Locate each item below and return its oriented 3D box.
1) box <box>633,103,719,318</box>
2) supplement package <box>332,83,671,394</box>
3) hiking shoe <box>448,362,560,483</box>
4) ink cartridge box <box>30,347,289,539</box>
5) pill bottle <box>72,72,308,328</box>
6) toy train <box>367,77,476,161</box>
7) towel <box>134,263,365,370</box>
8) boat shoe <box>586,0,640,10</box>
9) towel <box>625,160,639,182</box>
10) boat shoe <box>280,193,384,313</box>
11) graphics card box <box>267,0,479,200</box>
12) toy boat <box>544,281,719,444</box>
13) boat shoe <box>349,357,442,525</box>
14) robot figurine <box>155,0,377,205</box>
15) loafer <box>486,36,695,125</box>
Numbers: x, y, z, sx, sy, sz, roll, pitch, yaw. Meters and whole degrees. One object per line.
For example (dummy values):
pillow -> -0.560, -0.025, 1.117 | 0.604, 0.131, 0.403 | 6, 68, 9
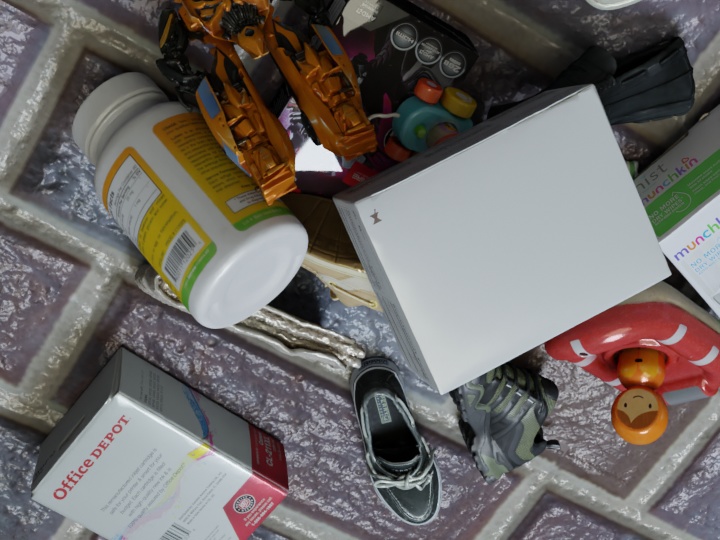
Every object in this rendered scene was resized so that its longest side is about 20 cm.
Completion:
box -> 0.364, -0.063, 1.121 | 0.199, 0.097, 0.176 | -39, 125, 14
supplement package -> 0.104, -0.027, 0.960 | 0.198, 0.111, 0.157 | -26, 99, -6
hiking shoe -> 0.136, 0.111, 1.216 | 0.100, 0.076, 0.202 | -22, 129, -5
ink cartridge box -> -0.189, 0.188, 1.201 | 0.199, 0.083, 0.146 | 35, 110, -23
pill bottle -> -0.141, -0.062, 1.005 | 0.111, 0.200, 0.111 | -35, 158, -17
toy train -> 0.059, -0.062, 1.067 | 0.149, 0.056, 0.201 | -30, 133, -1
towel -> -0.100, 0.042, 1.109 | 0.198, 0.132, 0.035 | 23, 84, -17
boat shoe -> 0.248, -0.295, 1.004 | 0.074, 0.062, 0.200 | 21, 124, -35
towel -> 0.147, -0.043, 1.155 | 0.197, 0.023, 0.154 | 6, 117, -9
boat shoe -> 0.000, 0.000, 1.059 | 0.198, 0.074, 0.070 | 22, 135, 6
graphics card box -> -0.005, -0.136, 1.067 | 0.124, 0.051, 0.201 | 26, 111, -21
toy boat -> 0.254, 0.093, 1.150 | 0.199, 0.132, 0.130 | 29, 146, -35
boat shoe -> 0.040, 0.183, 1.236 | 0.073, 0.068, 0.201 | -12, 120, 0
robot figurine -> -0.074, -0.158, 0.973 | 0.144, 0.201, 0.058 | -27, 160, -9
loafer -> 0.193, -0.152, 1.062 | 0.198, 0.068, 0.071 | -14, 105, -21
